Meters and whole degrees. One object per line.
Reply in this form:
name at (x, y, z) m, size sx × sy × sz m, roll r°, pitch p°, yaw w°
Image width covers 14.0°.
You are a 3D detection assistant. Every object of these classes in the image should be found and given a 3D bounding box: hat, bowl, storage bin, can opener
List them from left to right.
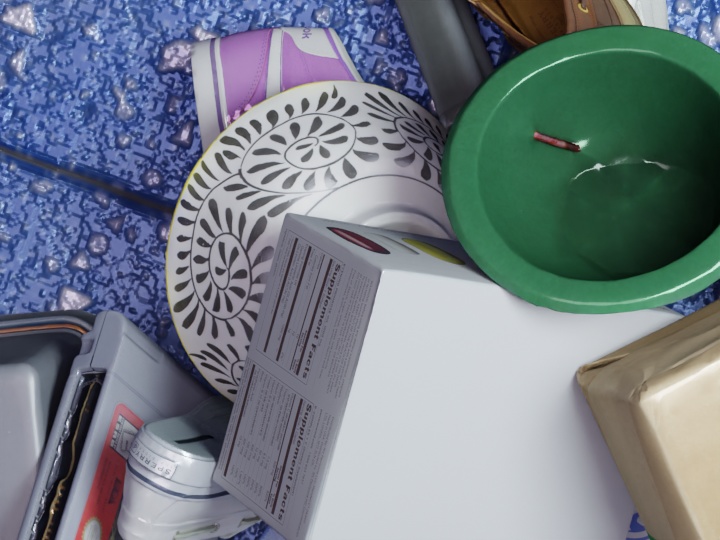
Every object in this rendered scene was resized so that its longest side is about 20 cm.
storage bin at (-0.195, 0.129, 1.690) m, size 0.145 × 0.134 × 0.201 m, roll -5°, pitch 93°, yaw 7°
bowl at (0.000, 0.000, 1.634) m, size 0.200 × 0.094 × 0.202 m, roll -6°, pitch 105°, yaw -24°
can opener at (0.073, -0.100, 1.658) m, size 0.066 × 0.053 × 0.200 m, roll -31°, pitch 67°, yaw 16°
hat at (0.149, -0.024, 1.581) m, size 0.199 × 0.176 × 0.166 m, roll -14°, pitch 65°, yaw 0°

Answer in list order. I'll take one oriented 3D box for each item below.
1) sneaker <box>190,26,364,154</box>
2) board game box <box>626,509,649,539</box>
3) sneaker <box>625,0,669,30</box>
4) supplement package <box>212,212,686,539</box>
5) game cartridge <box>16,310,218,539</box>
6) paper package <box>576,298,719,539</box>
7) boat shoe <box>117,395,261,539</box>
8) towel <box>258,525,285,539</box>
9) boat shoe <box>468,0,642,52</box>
sneaker at (-0.030, -0.043, 1.694) m, size 0.114 × 0.073 × 0.201 m, roll -8°, pitch 92°, yaw 4°
board game box at (0.131, 0.201, 1.664) m, size 0.199 × 0.043 × 0.200 m, roll 1°, pitch 76°, yaw 13°
sneaker at (0.160, -0.101, 1.678) m, size 0.092 × 0.076 × 0.201 m, roll 10°, pitch 83°, yaw -23°
supplement package at (0.049, 0.069, 1.558) m, size 0.199 × 0.111 × 0.156 m, roll 9°, pitch 102°, yaw -32°
game cartridge at (-0.132, 0.141, 1.651) m, size 0.041 × 0.133 × 0.201 m, roll -2°, pitch 59°, yaw 30°
paper package at (0.239, 0.102, 1.508) m, size 0.190 × 0.103 × 0.201 m, roll -27°, pitch 102°, yaw -7°
boat shoe at (-0.083, 0.117, 1.649) m, size 0.073 × 0.200 × 0.067 m, roll 31°, pitch 103°, yaw 25°
towel at (0.006, 0.199, 1.617) m, size 0.199 × 0.024 × 0.147 m, roll 13°, pitch 57°, yaw 34°
boat shoe at (0.083, -0.178, 1.639) m, size 0.072 × 0.067 × 0.200 m, roll -47°, pitch 56°, yaw 18°
